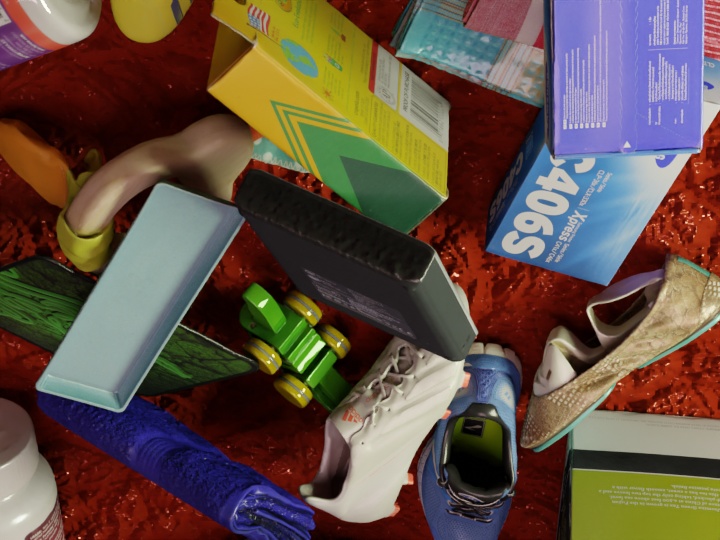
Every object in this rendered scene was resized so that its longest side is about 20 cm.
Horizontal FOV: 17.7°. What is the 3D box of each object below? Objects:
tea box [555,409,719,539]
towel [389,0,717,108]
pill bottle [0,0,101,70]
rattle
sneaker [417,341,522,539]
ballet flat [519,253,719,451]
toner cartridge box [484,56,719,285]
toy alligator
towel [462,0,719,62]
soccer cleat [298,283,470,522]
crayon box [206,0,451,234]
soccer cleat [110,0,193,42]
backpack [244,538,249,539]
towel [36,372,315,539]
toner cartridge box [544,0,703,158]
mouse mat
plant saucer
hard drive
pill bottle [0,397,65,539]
[{"bbox_3d":[0.212,0.243,1.726,0.133,0.197,0.201,4,129,3],"label":"tea box"},{"bbox_3d":[0.136,-0.167,1.522,0.199,0.022,0.147,20,128,-9],"label":"towel"},{"bbox_3d":[-0.280,-0.173,1.510,0.199,0.112,0.112,-18,124,20],"label":"pill bottle"},{"bbox_3d":[-0.136,-0.092,1.612,0.200,0.143,0.130,-39,136,4],"label":"rattle"},{"bbox_3d":[0.080,0.153,1.739,0.078,0.089,0.201,5,129,4],"label":"sneaker"},{"bbox_3d":[0.175,0.054,1.670,0.065,0.071,0.200,44,114,-12],"label":"ballet flat"},{"bbox_3d":[0.160,-0.074,1.552,0.095,0.043,0.200,14,140,-9],"label":"toner cartridge box"},{"bbox_3d":[-0.038,0.072,1.718,0.054,0.059,0.200,22,158,51],"label":"toy alligator"},{"bbox_3d":[0.181,-0.184,1.479,0.199,0.023,0.144,16,129,-9],"label":"towel"},{"bbox_3d":[0.021,0.098,1.684,0.077,0.069,0.201,12,112,-30],"label":"soccer cleat"},{"bbox_3d":[-0.030,-0.124,1.509,0.200,0.127,0.051,38,118,-20],"label":"crayon box"},{"bbox_3d":[-0.117,-0.218,1.471,0.065,0.084,0.200,23,128,-12],"label":"soccer cleat"},{"bbox_3d":[-0.036,0.297,1.848,0.199,0.154,0.163,6,135,-26],"label":"backpack"},{"bbox_3d":[-0.132,0.137,1.693,0.200,0.050,0.148,29,173,25],"label":"towel"},{"bbox_3d":[0.160,-0.172,1.412,0.095,0.043,0.201,-2,108,-2],"label":"toner cartridge box"},{"bbox_3d":[-0.191,0.044,1.674,0.200,0.008,0.161,30,153,-30],"label":"mouse mat"},{"bbox_3d":[-0.153,0.017,1.585,0.070,0.019,0.200,18,126,-26],"label":"plant saucer"},{"bbox_3d":[0.000,0.000,1.565,0.139,0.033,0.200,24,170,17],"label":"hard drive"},{"bbox_3d":[-0.288,0.202,1.810,0.109,0.110,0.201,2,128,6],"label":"pill bottle"}]
